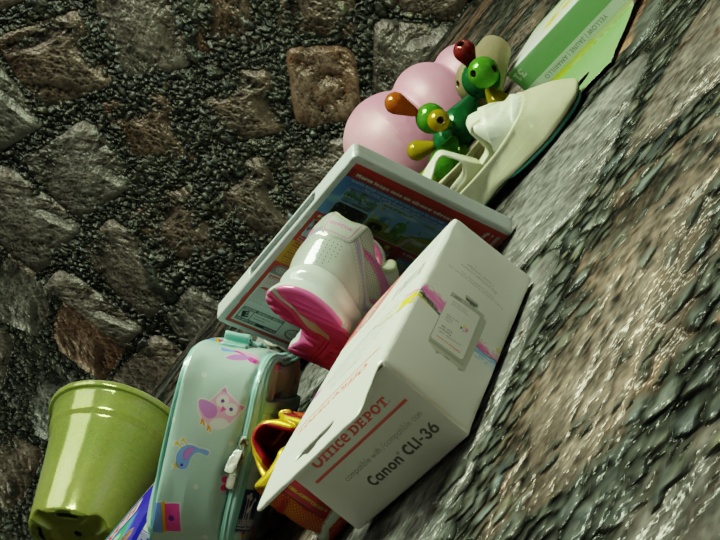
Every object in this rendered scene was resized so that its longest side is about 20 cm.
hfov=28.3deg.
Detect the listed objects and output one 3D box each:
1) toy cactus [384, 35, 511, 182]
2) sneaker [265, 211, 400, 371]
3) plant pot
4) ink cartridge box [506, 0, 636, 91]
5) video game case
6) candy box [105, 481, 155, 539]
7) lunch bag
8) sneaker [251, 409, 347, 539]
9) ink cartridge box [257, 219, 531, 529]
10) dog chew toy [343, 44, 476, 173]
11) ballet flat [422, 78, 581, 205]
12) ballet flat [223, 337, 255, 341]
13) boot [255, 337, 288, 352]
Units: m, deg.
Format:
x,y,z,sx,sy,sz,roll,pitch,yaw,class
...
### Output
x,y,z,sx,sy,sz,roll,pitch,yaw,class
0.087,-0.146,1.285,0.201,0.102,0.166,95,-163,-55,toy cactus
-0.005,0.025,1.039,0.089,0.081,0.200,-62,-14,-17,sneaker
-0.347,0.279,1.892,0.200,0.200,0.185,-46,20,43,plant pot
0.187,-0.204,1.275,0.146,0.048,0.200,-46,7,43,ink cartridge box
0.000,0.000,1.087,0.200,0.142,0.018,-47,30,36,video game case
-0.207,0.286,1.265,0.169,0.077,0.200,-51,6,17,candy box
-0.096,0.126,1.071,0.200,0.077,0.162,26,-100,-86,lunch bag
-0.034,0.117,0.971,0.073,0.077,0.200,-53,5,2,sneaker
0.023,0.071,0.854,0.117,0.067,0.200,-48,7,38,ink cartridge box
0.075,-0.175,1.607,0.200,0.125,0.125,-45,6,-6,dog chew toy
0.100,-0.093,1.192,0.200,0.069,0.070,-51,7,18,ballet flat
-0.186,0.137,1.952,0.073,0.073,0.200,-50,7,19,ballet flat
-0.078,0.079,1.558,0.096,0.073,0.200,-60,0,-12,boot
